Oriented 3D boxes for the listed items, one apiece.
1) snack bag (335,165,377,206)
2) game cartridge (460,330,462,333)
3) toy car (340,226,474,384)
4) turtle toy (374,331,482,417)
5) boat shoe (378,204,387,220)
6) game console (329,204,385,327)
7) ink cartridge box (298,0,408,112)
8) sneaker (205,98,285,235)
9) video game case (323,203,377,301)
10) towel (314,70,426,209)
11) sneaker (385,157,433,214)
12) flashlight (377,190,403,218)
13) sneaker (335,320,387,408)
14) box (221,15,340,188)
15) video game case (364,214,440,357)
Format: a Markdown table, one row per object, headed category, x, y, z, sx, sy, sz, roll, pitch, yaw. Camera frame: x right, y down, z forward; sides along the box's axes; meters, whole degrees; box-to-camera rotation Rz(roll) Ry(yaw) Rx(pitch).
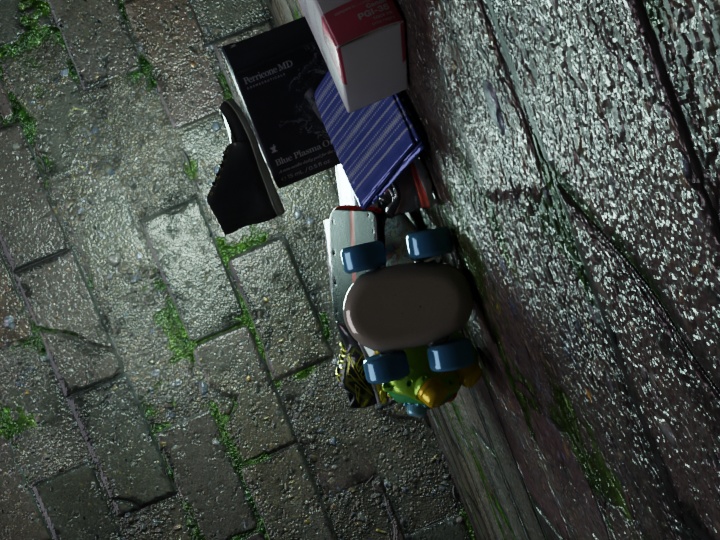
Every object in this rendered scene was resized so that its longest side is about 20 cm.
| category | x | y | z | sx | sy | sz | roll | pitch | yaw |
| --- | --- | --- | --- | --- | --- | --- | --- | --- | --- |
| snack bag | -0.005 | -0.112 | 1.502 | 0.200 | 0.021 | 0.191 | -169 | 73 | -75 |
| game cartridge | 0.127 | 0.052 | 1.513 | 0.133 | 0.041 | 0.202 | -107 | -4 | -76 |
| toy car | 0.074 | 0.044 | 1.263 | 0.200 | 0.175 | 0.186 | -13 | -88 | -80 |
| turtle toy | 0.104 | 0.144 | 1.332 | 0.146 | 0.199 | 0.102 | 44 | 136 | 29 |
| boat shoe | 0.033 | -0.137 | 1.588 | 0.075 | 0.061 | 0.201 | 52 | -163 | -59 |
| game console | 0.000 | 0.000 | 1.403 | 0.176 | 0.031 | 0.202 | 12 | 106 | 63 |
| ink cartridge box | -0.021 | -0.310 | 1.035 | 0.147 | 0.082 | 0.201 | 74 | 173 | -71 |
| sneaker | -0.199 | -0.159 | 1.359 | 0.075 | 0.105 | 0.201 | 84 | 163 | -76 |
| video game case | -0.011 | -0.025 | 1.474 | 0.200 | 0.017 | 0.145 | 169 | 95 | -66 |
| towel | 0.008 | -0.199 | 1.170 | 0.145 | 0.024 | 0.201 | -46 | 56 | 42 |
| sneaker | 0.028 | -0.167 | 1.199 | 0.077 | 0.081 | 0.202 | 87 | 161 | -83 |
| flashlight | 0.037 | -0.153 | 1.336 | 0.201 | 0.067 | 0.068 | 74 | 172 | -55 |
| sneaker | -0.013 | 0.176 | 1.656 | 0.075 | 0.084 | 0.201 | -119 | 7 | -68 |
| box | -0.076 | -0.260 | 1.335 | 0.118 | 0.195 | 0.201 | -117 | 6 | -54 |
| video game case | 0.043 | 0.019 | 1.467 | 0.023 | 0.201 | 0.182 | 20 | -161 | -28 |
